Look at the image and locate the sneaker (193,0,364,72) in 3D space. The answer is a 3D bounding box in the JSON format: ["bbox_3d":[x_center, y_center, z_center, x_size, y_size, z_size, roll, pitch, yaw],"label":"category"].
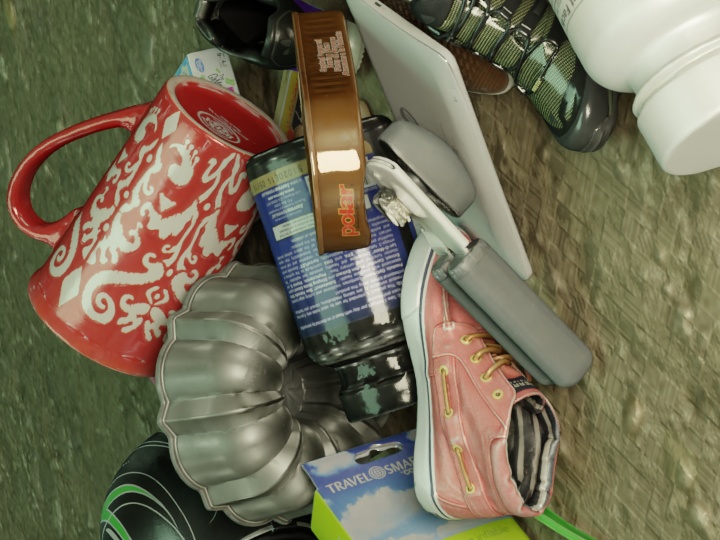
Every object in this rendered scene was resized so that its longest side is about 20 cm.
[{"bbox_3d":[-0.086,-0.197,1.541,0.200,0.099,0.070,32,117,51],"label":"sneaker"}]

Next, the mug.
[{"bbox_3d":[-0.165,-0.045,1.561,0.200,0.177,0.133,-56,21,22],"label":"mug"}]

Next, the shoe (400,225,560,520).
[{"bbox_3d":[0.084,0.067,1.381,0.091,0.071,0.200,-4,86,45],"label":"shoe"}]

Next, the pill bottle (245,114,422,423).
[{"bbox_3d":[0.000,0.000,1.464,0.112,0.112,0.200,-20,88,63],"label":"pill bottle"}]

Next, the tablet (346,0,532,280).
[{"bbox_3d":[0.050,-0.090,1.354,0.130,0.014,0.200,42,162,46],"label":"tablet"}]

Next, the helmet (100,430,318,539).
[{"bbox_3d":[-0.124,0.217,1.726,0.191,0.200,0.200,46,140,44],"label":"helmet"}]

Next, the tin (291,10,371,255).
[{"bbox_3d":[-0.019,-0.090,1.326,0.200,0.042,0.112,-99,7,-55],"label":"tin"}]

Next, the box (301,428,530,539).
[{"bbox_3d":[0.053,0.199,1.450,0.200,0.122,0.048,50,144,40],"label":"box"}]

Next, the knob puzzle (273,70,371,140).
[{"bbox_3d":[-0.027,-0.050,1.585,0.220,0.030,0.220,35,132,52],"label":"knob puzzle"}]

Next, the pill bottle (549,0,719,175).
[{"bbox_3d":[0.157,-0.158,1.099,0.200,0.114,0.114,66,151,19],"label":"pill bottle"}]

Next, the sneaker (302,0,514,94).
[{"bbox_3d":[0.037,-0.191,1.366,0.200,0.085,0.073,34,153,23],"label":"sneaker"}]

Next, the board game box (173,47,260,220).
[{"bbox_3d":[-0.128,-0.092,1.714,0.200,0.034,0.135,145,109,-72],"label":"board game box"}]

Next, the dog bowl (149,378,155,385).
[{"bbox_3d":[-0.152,0.037,1.754,0.200,0.074,0.200,50,160,27],"label":"dog bowl"}]

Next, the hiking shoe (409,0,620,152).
[{"bbox_3d":[0.081,-0.149,1.260,0.200,0.101,0.076,63,150,24],"label":"hiking shoe"}]

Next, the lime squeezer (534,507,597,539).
[{"bbox_3d":[0.107,0.129,1.425,0.071,0.038,0.200,-42,59,25],"label":"lime squeezer"}]

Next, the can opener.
[{"bbox_3d":[0.077,-0.008,1.316,0.200,0.066,0.053,49,166,-13],"label":"can opener"}]

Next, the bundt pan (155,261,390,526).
[{"bbox_3d":[-0.051,0.089,1.530,0.076,0.202,0.202,-8,96,44],"label":"bundt pan"}]
